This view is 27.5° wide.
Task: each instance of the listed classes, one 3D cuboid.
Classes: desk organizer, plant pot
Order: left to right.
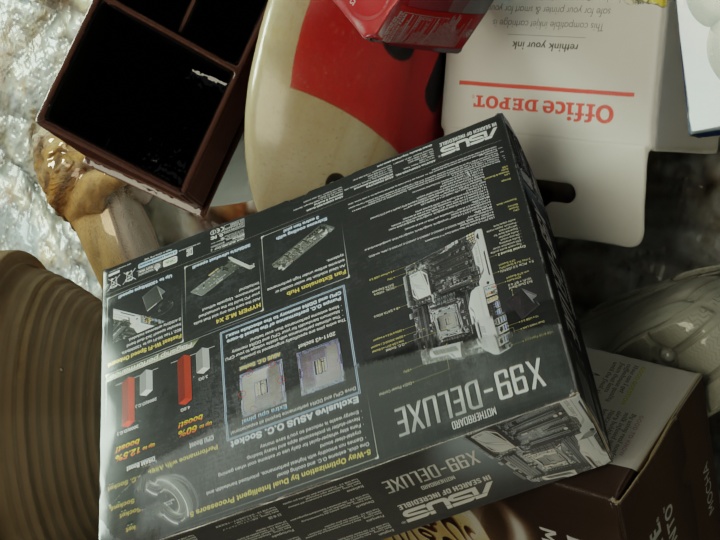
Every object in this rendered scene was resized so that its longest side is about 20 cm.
[{"bbox_3d":[-0.168,0.088,0.839,0.091,0.201,0.204,-3,92,6],"label":"plant pot"},{"bbox_3d":[-0.073,-0.137,0.702,0.071,0.077,0.202,23,86,13],"label":"desk organizer"}]

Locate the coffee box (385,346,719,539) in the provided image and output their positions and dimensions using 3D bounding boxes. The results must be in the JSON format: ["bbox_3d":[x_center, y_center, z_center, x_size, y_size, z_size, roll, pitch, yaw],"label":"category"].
[{"bbox_3d":[0.052,0.090,0.648,0.198,0.080,0.114,12,132,36],"label":"coffee box"}]

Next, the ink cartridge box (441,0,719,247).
[{"bbox_3d":[0.104,-0.118,0.670,0.116,0.067,0.203,11,100,39],"label":"ink cartridge box"}]

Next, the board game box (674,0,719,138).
[{"bbox_3d":[0.212,-0.164,0.548,0.198,0.043,0.202,-7,90,20],"label":"board game box"}]

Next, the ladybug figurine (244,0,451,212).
[{"bbox_3d":[0.008,-0.105,0.704,0.071,0.136,0.202,9,71,25],"label":"ladybug figurine"}]

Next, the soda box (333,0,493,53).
[{"bbox_3d":[0.055,-0.184,0.572,0.070,0.063,0.201,52,123,24],"label":"soda box"}]

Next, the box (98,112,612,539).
[{"bbox_3d":[-0.011,0.035,0.604,0.198,0.050,0.159,-21,45,11],"label":"box"}]

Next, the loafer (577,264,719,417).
[{"bbox_3d":[0.118,0.051,0.677,0.070,0.070,0.199,56,144,-3],"label":"loafer"}]

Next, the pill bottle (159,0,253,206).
[{"bbox_3d":[-0.083,-0.146,0.801,0.109,0.109,0.202,-30,75,38],"label":"pill bottle"}]

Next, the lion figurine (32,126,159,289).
[{"bbox_3d":[-0.139,-0.011,0.889,0.122,0.072,0.203,-17,88,50],"label":"lion figurine"}]
